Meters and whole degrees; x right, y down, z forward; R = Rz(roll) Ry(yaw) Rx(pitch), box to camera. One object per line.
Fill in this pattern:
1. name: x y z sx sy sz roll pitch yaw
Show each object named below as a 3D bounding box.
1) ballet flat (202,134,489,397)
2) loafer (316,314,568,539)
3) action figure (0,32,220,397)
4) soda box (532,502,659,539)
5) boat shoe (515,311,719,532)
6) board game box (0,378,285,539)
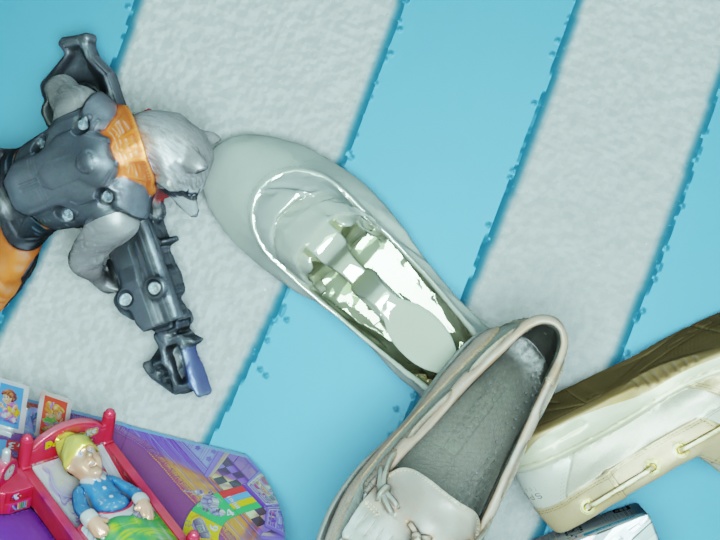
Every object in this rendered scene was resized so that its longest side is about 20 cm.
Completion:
1. ballet flat: 0.000 0.000 1.168 0.200 0.069 0.069 43 91 1
2. loafer: 0.037 0.099 1.079 0.072 0.063 0.200 34 62 -3
3. action figure: -0.153 -0.013 1.155 0.193 0.105 0.200 -28 86 11
4. soda box: 0.149 0.224 1.165 0.068 0.064 0.200 -21 90 1
5. boat shoe: 0.171 0.072 1.167 0.200 0.074 0.069 -24 101 2
6. board game box: -0.134 0.113 1.128 0.200 0.158 0.039 14 128 3
